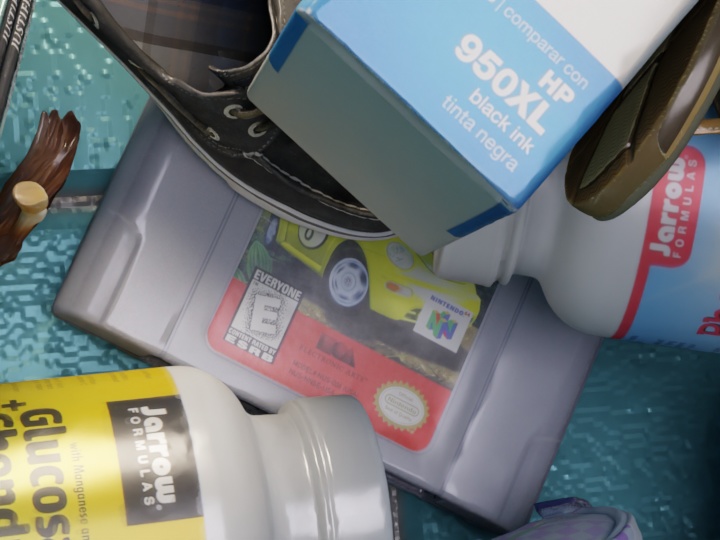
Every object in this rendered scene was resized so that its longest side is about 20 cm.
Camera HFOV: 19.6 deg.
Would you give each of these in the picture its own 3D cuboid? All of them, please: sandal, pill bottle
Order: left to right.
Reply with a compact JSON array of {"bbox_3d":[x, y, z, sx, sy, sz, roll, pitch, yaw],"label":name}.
[{"bbox_3d":[-0.094,0.091,0.701,0.198,0.112,0.113,-6,87,-15],"label":"pill bottle"},{"bbox_3d":[0.129,-0.025,0.741,0.198,0.109,0.110,7,83,-1],"label":"pill bottle"},{"bbox_3d":[0.131,-0.081,0.678,0.054,0.080,0.200,41,48,-1],"label":"sandal"}]

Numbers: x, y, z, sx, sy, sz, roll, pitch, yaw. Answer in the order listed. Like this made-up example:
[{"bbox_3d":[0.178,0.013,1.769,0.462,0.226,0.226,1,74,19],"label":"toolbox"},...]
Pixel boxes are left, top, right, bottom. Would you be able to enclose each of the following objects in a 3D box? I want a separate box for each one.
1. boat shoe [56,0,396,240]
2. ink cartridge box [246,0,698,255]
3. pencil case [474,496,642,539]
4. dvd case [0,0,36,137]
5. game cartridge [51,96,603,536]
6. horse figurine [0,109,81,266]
[{"bbox_3d":[-0.044,-0.079,0.713,0.070,0.066,0.200,-46,108,-3],"label":"boat shoe"},{"bbox_3d":[0.066,-0.109,0.630,0.084,0.145,0.200,42,81,-3],"label":"ink cartridge box"},{"bbox_3d":[0.082,0.185,0.728,0.083,0.090,0.202,-22,93,-58],"label":"pencil case"},{"bbox_3d":[-0.164,-0.105,0.648,0.145,0.022,0.201,0,59,13],"label":"dvd case"},{"bbox_3d":[0.000,0.000,0.785,0.199,0.041,0.134,27,74,-14],"label":"game cartridge"},{"bbox_3d":[-0.181,0.005,0.692,0.199,0.133,0.050,-18,74,-32],"label":"horse figurine"}]
